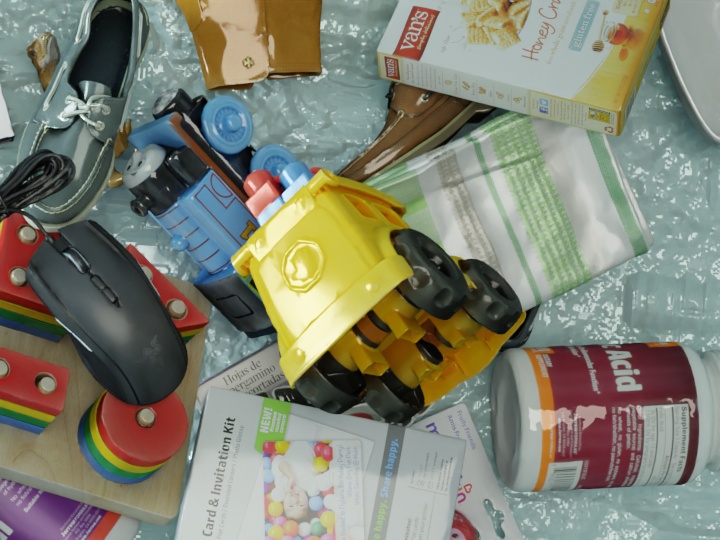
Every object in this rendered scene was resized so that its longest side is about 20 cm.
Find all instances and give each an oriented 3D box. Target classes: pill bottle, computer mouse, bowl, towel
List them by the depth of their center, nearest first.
[{"bbox_3d":[-0.214,0.022,1.540,0.140,0.046,0.200,-33,94,-23],"label":"computer mouse"},{"bbox_3d":[-0.271,0.167,1.631,0.200,0.112,0.113,39,81,-5],"label":"pill bottle"},{"bbox_3d":[0.117,-0.042,1.688,0.200,0.031,0.149,-26,96,-12],"label":"towel"},{"bbox_3d":[0.211,0.114,1.719,0.200,0.114,0.114,-2,87,-10],"label":"pill bottle"},{"bbox_3d":[0.329,-0.209,1.780,0.200,0.075,0.200,-20,90,-11],"label":"bowl"}]

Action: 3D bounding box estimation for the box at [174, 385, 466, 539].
[{"bbox_3d":[-0.032,0.182,1.615,0.200,0.041,0.156,13,76,-5],"label":"box"}]

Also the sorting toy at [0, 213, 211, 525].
[{"bbox_3d":[-0.204,0.062,1.611,0.198,0.070,0.200,20,56,-21],"label":"sorting toy"}]

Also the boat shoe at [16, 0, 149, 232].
[{"bbox_3d":[-0.207,-0.125,1.615,0.073,0.062,0.200,18,67,1],"label":"boat shoe"}]

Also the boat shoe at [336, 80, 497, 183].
[{"bbox_3d":[0.049,-0.127,1.733,0.200,0.072,0.068,-37,89,-19],"label":"boat shoe"}]

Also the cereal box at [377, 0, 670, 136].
[{"bbox_3d":[0.129,-0.190,1.700,0.200,0.040,0.144,15,58,13],"label":"cereal box"}]

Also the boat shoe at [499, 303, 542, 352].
[{"bbox_3d":[0.131,-0.034,1.740,0.075,0.062,0.200,18,84,-9],"label":"boat shoe"}]

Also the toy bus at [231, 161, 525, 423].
[{"bbox_3d":[0.000,0.000,1.598,0.136,0.200,0.192,-45,60,18],"label":"toy bus"}]

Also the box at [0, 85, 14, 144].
[{"bbox_3d":[-0.358,-0.180,1.674,0.136,0.038,0.200,-15,89,-11],"label":"box"}]

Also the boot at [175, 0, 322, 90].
[{"bbox_3d":[-0.126,-0.213,1.699,0.201,0.071,0.144,0,84,-15],"label":"boot"}]

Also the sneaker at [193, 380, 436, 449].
[{"bbox_3d":[-0.032,0.124,1.690,0.200,0.083,0.081,-19,81,-12],"label":"sneaker"}]

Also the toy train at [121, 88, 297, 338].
[{"bbox_3d":[-0.099,-0.045,1.663,0.200,0.087,0.114,47,58,-20],"label":"toy train"}]

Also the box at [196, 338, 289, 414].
[{"bbox_3d":[-0.040,0.062,1.715,0.200,0.041,0.039,-29,91,-10],"label":"box"}]

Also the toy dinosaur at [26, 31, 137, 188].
[{"bbox_3d":[-0.223,-0.083,1.693,0.106,0.060,0.201,0,90,21],"label":"toy dinosaur"}]

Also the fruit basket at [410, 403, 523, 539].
[{"bbox_3d":[0.035,0.223,1.693,0.200,0.094,0.186,-22,88,-16],"label":"fruit basket"}]
